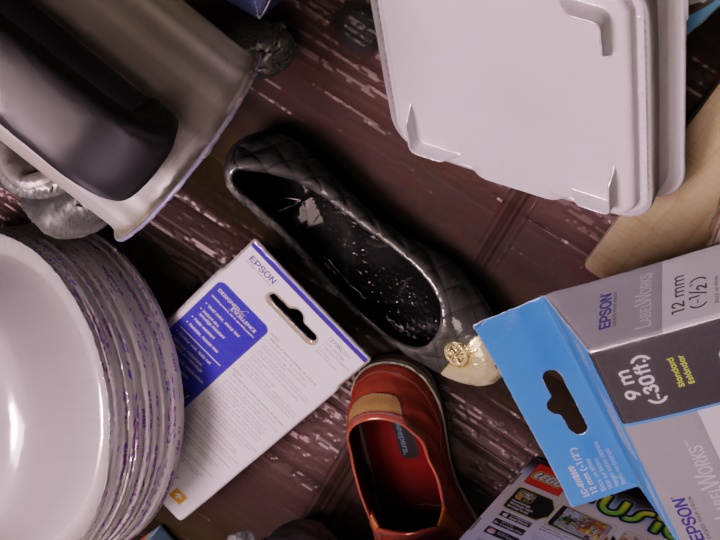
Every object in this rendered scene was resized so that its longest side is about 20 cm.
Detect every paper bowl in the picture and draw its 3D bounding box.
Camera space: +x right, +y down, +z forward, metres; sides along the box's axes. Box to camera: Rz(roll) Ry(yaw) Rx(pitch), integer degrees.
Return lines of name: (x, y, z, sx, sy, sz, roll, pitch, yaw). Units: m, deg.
paper bowl: (-0.205, 0.075, 1.198, 0.200, 0.104, 0.203, 6, 100, 41)

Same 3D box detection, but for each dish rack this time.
dish rack: (0.077, -0.103, 1.022, 0.170, 0.044, 0.201, 18, 149, 21)

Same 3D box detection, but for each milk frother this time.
milk frother: (-0.185, -0.074, 0.983, 0.188, 0.181, 0.200, 38, 121, -14)

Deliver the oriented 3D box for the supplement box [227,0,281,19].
supplement box: (-0.071, -0.271, 1.002, 0.199, 0.134, 0.201, 31, 123, 5)

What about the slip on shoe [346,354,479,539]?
slip on shoe: (0.034, 0.149, 1.211, 0.073, 0.061, 0.201, -7, 114, 21)

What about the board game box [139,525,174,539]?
board game box: (-0.113, 0.285, 1.308, 0.103, 0.105, 0.200, -37, 98, 32)

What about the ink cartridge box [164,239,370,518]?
ink cartridge box: (-0.080, 0.062, 1.207, 0.095, 0.037, 0.200, 45, 130, -4)

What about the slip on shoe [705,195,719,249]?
slip on shoe: (0.209, -0.028, 1.043, 0.075, 0.061, 0.201, -1, 137, -8)

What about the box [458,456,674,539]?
box: (0.159, 0.175, 1.127, 0.199, 0.110, 0.035, 21, 122, 23)

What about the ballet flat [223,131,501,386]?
ballet flat: (0.000, 0.000, 1.152, 0.200, 0.057, 0.067, 40, 121, -1)

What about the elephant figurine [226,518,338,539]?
elephant figurine: (0.002, 0.246, 1.219, 0.199, 0.155, 0.142, 37, 113, 15)

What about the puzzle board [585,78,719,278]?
puzzle board: (0.231, -0.033, 1.073, 0.150, 0.017, 0.201, 35, 122, 1)

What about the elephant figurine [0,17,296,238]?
elephant figurine: (-0.162, -0.084, 1.115, 0.199, 0.142, 0.156, 25, 119, 10)

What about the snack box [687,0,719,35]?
snack box: (0.178, -0.210, 0.993, 0.116, 0.037, 0.200, 44, 121, -4)

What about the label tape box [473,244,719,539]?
label tape box: (0.172, 0.066, 1.034, 0.199, 0.066, 0.144, -18, 123, 19)
